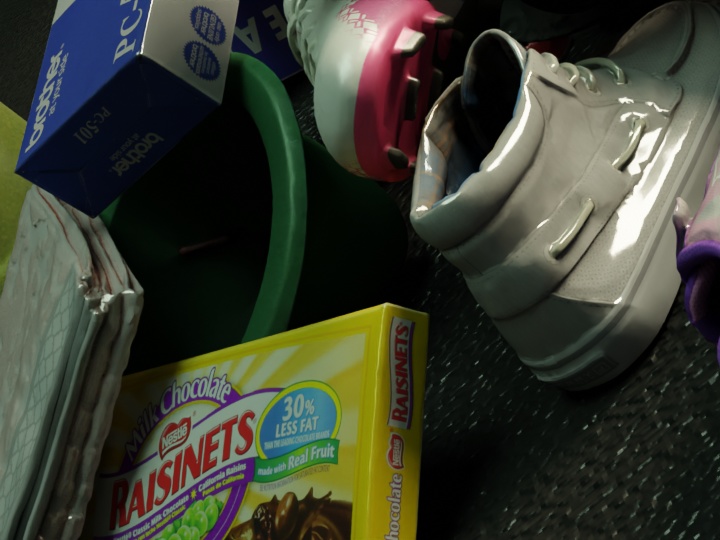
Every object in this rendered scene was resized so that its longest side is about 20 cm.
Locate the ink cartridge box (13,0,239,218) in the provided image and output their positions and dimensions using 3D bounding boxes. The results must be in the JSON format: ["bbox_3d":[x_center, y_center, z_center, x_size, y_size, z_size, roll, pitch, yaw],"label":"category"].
[{"bbox_3d":[-0.091,-0.127,0.900,0.094,0.044,0.201,-36,34,38],"label":"ink cartridge box"}]

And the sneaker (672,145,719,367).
[{"bbox_3d":[0.129,-0.022,0.622,0.088,0.080,0.201,-45,20,21],"label":"sneaker"}]

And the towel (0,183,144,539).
[{"bbox_3d":[-0.143,0.075,0.877,0.191,0.032,0.202,-137,63,-70],"label":"towel"}]

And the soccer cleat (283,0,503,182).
[{"bbox_3d":[0.001,-0.083,0.793,0.086,0.070,0.200,11,20,13],"label":"soccer cleat"}]

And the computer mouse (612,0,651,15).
[{"bbox_3d":[0.120,-0.211,0.894,0.138,0.202,0.053,20,31,31],"label":"computer mouse"}]

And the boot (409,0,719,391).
[{"bbox_3d":[0.081,-0.057,0.745,0.073,0.096,0.201,-27,27,38],"label":"boot"}]

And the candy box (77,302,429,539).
[{"bbox_3d":[-0.046,0.079,0.764,0.199,0.026,0.103,-18,61,51],"label":"candy box"}]

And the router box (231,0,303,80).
[{"bbox_3d":[0.014,-0.157,1.049,0.199,0.049,0.179,-23,11,39],"label":"router box"}]

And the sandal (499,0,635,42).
[{"bbox_3d":[0.106,-0.142,0.846,0.199,0.076,0.048,-10,-1,42],"label":"sandal"}]

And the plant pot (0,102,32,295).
[{"bbox_3d":[-0.271,-0.046,1.266,0.200,0.184,0.201,-38,22,18],"label":"plant pot"}]

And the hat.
[{"bbox_3d":[0.000,0.000,0.899,0.200,0.175,0.166,-53,42,31],"label":"hat"}]
